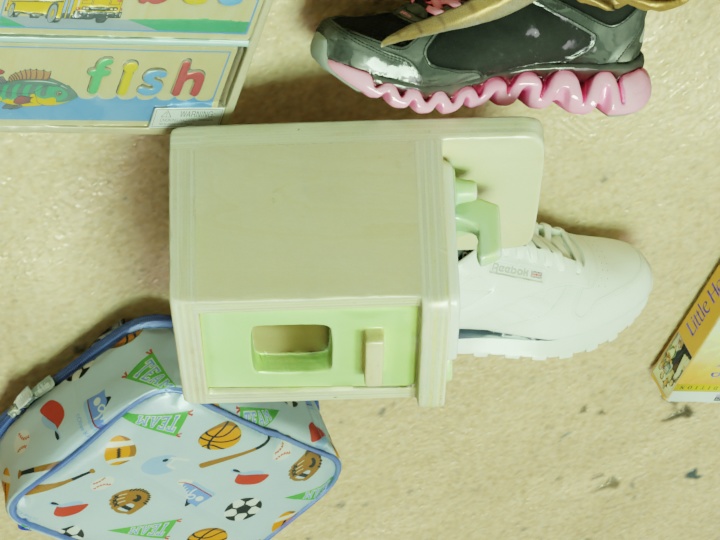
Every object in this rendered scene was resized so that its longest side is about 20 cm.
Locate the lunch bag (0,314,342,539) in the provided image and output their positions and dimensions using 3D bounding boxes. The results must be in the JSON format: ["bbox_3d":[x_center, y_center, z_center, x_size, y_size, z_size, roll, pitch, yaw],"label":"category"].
[{"bbox_3d":[-0.120,0.109,1.588,0.160,0.076,0.200,-37,140,20],"label":"lunch bag"}]

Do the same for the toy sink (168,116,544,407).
[{"bbox_3d":[0.000,0.000,1.430,0.199,0.113,0.131,-2,154,-2],"label":"toy sink"}]

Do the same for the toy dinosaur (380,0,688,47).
[{"bbox_3d":[0.109,-0.164,1.364,0.200,0.060,0.106,-43,123,12],"label":"toy dinosaur"}]

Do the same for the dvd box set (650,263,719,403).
[{"bbox_3d":[0.290,0.008,1.708,0.146,0.029,0.200,3,134,-29],"label":"dvd box set"}]

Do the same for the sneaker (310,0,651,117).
[{"bbox_3d":[0.068,-0.134,1.414,0.199,0.079,0.096,-2,115,-26],"label":"sneaker"}]

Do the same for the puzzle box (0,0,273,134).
[{"bbox_3d":[-0.143,-0.124,1.342,0.199,0.025,0.133,-1,136,-25],"label":"puzzle box"}]

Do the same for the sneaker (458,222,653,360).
[{"bbox_3d":[0.085,0.001,1.569,0.199,0.077,0.081,-6,129,-22],"label":"sneaker"}]
